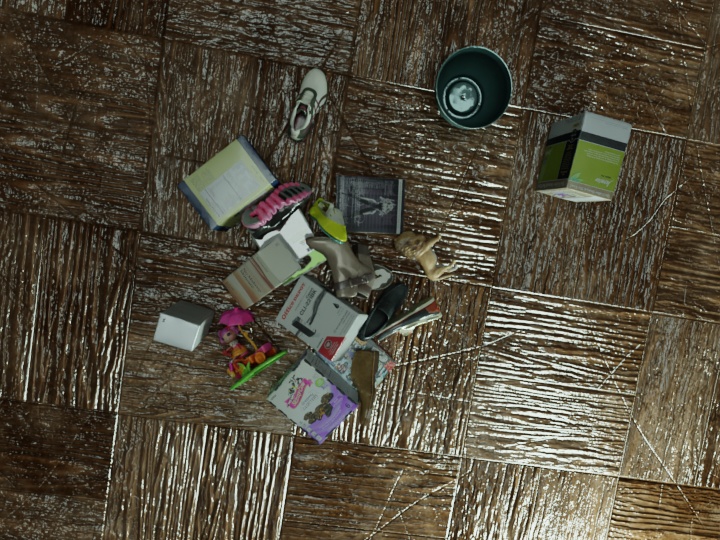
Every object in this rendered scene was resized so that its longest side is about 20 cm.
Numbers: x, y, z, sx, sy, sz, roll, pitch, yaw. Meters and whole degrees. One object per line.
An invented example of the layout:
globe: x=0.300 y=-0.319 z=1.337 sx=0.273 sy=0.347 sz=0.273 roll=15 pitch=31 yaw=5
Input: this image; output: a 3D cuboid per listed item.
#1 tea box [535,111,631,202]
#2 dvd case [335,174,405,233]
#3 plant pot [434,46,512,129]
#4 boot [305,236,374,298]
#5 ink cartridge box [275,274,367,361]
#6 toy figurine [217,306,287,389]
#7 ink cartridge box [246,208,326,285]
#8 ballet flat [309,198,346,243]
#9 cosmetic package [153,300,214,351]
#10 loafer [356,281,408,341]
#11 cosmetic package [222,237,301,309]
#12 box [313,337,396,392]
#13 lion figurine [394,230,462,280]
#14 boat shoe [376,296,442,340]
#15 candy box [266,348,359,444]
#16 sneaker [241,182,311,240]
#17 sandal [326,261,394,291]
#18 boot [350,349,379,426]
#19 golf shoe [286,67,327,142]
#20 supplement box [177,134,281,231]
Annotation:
tea box: x=0.582 y=-0.293 z=1.466 sx=0.132 sy=0.200 sz=0.200 roll=14 pitch=95 yaw=-6
dvd case: x=0.027 y=-0.177 z=1.499 sx=0.197 sy=0.016 sz=0.151 roll=0 pitch=96 yaw=-20
plant pot: x=0.283 y=-0.466 z=1.457 sx=0.197 sy=0.134 sz=0.204 roll=0 pitch=95 yaw=-4
boot: x=-0.051 y=-0.002 z=1.437 sx=0.197 sy=0.070 sz=0.148 roll=7 pitch=77 yaw=-21
ink cartridge box: x=-0.105 y=0.125 z=1.470 sx=0.199 sy=0.084 sz=0.145 roll=33 pitch=94 yaw=19
toy figurine: x=-0.323 y=0.195 z=1.495 sx=0.199 sy=0.150 sz=0.185 roll=-36 pitch=83 yaw=24
ink cartridge box: x=-0.198 y=-0.084 z=1.486 sx=0.147 sy=0.076 sz=0.202 roll=-31 pitch=101 yaw=-2
ballet flat: x=-0.081 y=-0.138 z=1.432 sx=0.066 sy=0.200 sz=0.068 roll=20 pitch=105 yaw=-32
cosmetic package: x=-0.449 y=0.138 z=1.422 sx=0.100 sy=0.200 sz=0.072 roll=18 pitch=94 yaw=-5
loafer: x=0.065 y=0.114 z=1.508 sx=0.068 sy=0.070 sz=0.201 roll=46 pitch=76 yaw=-13
cosmetic package: x=-0.258 y=0.011 z=1.426 sx=0.104 sy=0.087 sz=0.199 roll=52 pitch=134 yaw=-5
box: x=-0.015 y=0.242 z=1.548 sx=0.200 sy=0.040 sz=0.137 roll=43 pitch=90 yaw=-7
lion figurine: x=0.188 y=-0.032 z=1.525 sx=0.122 sy=0.073 sz=0.201 roll=-32 pitch=101 yaw=6
boat shoe: x=0.133 y=0.146 z=1.539 sx=0.198 sy=0.071 sz=0.063 roll=-29 pitch=100 yaw=-6
candy box: x=-0.129 y=0.346 z=1.516 sx=0.200 sy=0.072 sz=0.168 roll=41 pitch=105 yaw=-7
sneaker: x=-0.206 y=-0.148 z=1.410 sx=0.199 sy=0.096 sz=0.079 roll=-33 pitch=53 yaw=-16
sandal: x=0.000 y=0.000 z=1.516 sx=0.198 sy=0.055 sz=0.082 roll=27 pitch=93 yaw=-13
boot: x=0.004 y=0.312 z=1.480 sx=0.074 sy=0.074 sz=0.203 roll=8 pitch=67 yaw=-7
golf shoe: x=-0.136 y=-0.437 z=1.451 sx=0.076 sy=0.088 sz=0.203 roll=18 pitch=92 yaw=-4
supplement box: x=-0.320 y=-0.213 z=1.398 sx=0.199 sy=0.200 sz=0.135 roll=-38 pitch=94 yaw=-1
